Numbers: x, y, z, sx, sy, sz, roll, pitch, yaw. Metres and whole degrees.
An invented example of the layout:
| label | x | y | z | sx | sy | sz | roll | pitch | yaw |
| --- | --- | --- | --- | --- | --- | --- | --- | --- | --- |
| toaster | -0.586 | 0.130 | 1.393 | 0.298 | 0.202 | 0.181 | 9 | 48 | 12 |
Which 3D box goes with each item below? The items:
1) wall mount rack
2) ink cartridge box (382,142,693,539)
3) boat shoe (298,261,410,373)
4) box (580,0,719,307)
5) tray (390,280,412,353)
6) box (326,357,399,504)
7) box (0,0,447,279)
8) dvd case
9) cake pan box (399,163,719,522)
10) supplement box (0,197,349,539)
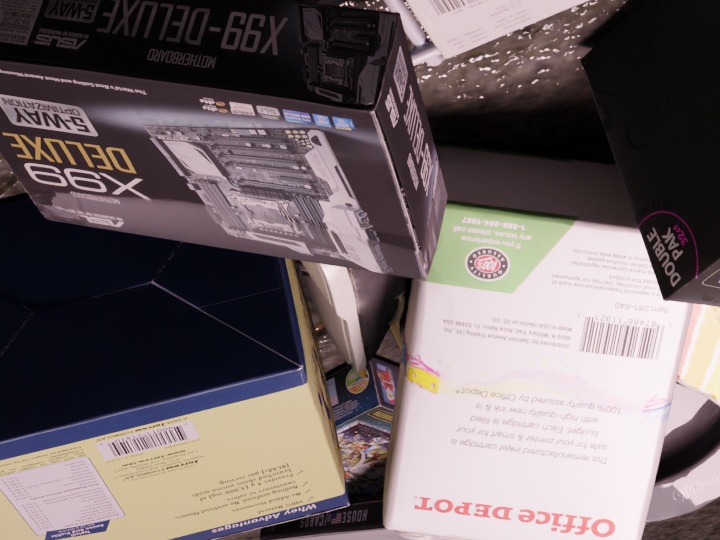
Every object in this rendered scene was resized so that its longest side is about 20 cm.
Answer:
| label | x | y | z | sx | sy | sz | roll | pitch | yaw |
| --- | --- | --- | --- | --- | --- | --- | --- | --- | --- |
| wall mount rack | 0.073 | -0.140 | 0.826 | 0.198 | 0.075 | 0.174 | -20 | 149 | 14 |
| ink cartridge box | 0.095 | 0.046 | 1.027 | 0.143 | 0.084 | 0.202 | 7 | 116 | -2 |
| boat shoe | 0.000 | 0.000 | 1.055 | 0.060 | 0.074 | 0.200 | -31 | 159 | -7 |
| box | 0.227 | -0.089 | 0.899 | 0.123 | 0.150 | 0.200 | 6 | 147 | -35 |
| tray | 0.124 | 0.028 | 1.138 | 0.198 | 0.037 | 0.099 | -20 | 112 | 13 |
| box | 0.015 | 0.124 | 1.325 | 0.136 | 0.038 | 0.199 | -28 | 149 | 27 |
| box | -0.069 | -0.064 | 0.839 | 0.198 | 0.050 | 0.158 | 9 | 156 | 14 |
| dvd case | 0.040 | 0.192 | 1.359 | 0.149 | 0.025 | 0.199 | 15 | 162 | -30 |
| cake pan box | 0.149 | 0.053 | 1.102 | 0.183 | 0.052 | 0.201 | -30 | 110 | 19 |
| supplement box | -0.123 | 0.058 | 1.033 | 0.198 | 0.135 | 0.200 | -13 | 153 | 0 |
